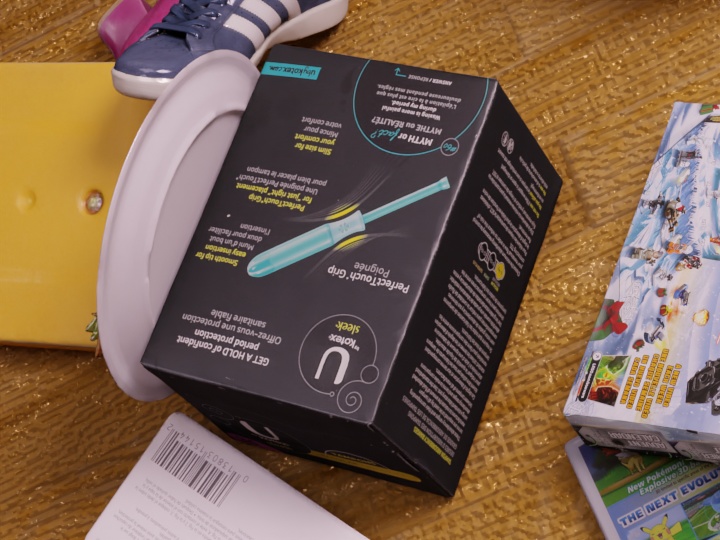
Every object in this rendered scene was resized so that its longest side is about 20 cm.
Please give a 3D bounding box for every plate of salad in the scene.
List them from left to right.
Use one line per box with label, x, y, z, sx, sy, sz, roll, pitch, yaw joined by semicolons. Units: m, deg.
plate of salad;-0.102;-0.026;1.217;0.048;0.200;0.201;15;72;22

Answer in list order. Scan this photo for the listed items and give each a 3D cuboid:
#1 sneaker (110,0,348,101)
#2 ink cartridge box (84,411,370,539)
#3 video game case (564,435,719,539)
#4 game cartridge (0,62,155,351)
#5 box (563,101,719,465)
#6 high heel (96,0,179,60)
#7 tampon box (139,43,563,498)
sneaker;-0.079;-0.166;1.287;0.075;0.085;0.200;15;33;28
ink cartridge box;-0.077;0.198;1.190;0.200;0.045;0.177;31;80;33
video game case;0.226;0.120;1.108;0.199;0.022;0.183;-29;58;10
game cartridge;-0.197;-0.041;1.346;0.199;0.032;0.177;3;82;28
box;0.202;0.006;1.142;0.136;0.040;0.201;6;62;34
high heel;-0.079;-0.186;1.361;0.200;0.067;0.096;-42;50;4
tampon box;0.000;0.000;1.203;0.149;0.126;0.201;13;72;29
